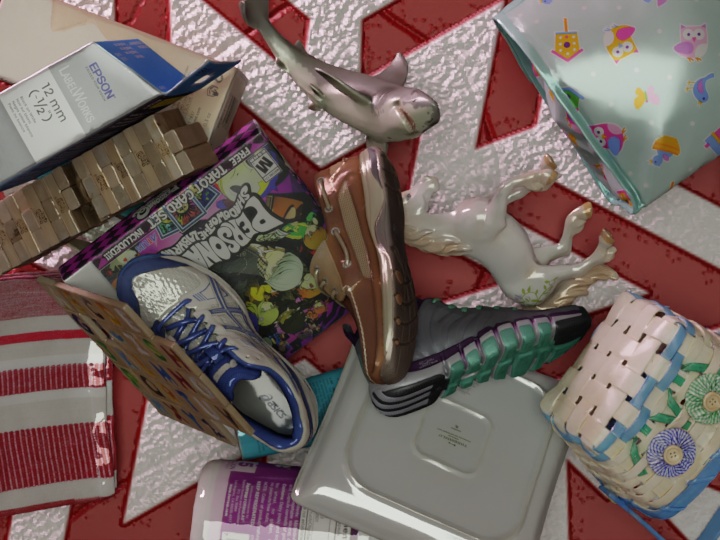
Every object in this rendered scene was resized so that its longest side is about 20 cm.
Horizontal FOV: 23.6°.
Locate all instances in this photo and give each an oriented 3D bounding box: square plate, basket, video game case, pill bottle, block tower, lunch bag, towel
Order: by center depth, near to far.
[{"bbox_3d":[-0.212,-0.062,1.353,0.200,0.058,0.054,-26,92,20],"label":"block tower"},{"bbox_3d":[0.069,0.137,1.386,0.200,0.028,0.198,24,59,-2],"label":"square plate"},{"bbox_3d":[0.223,-0.172,1.386,0.170,0.122,0.200,-35,95,3],"label":"lunch bag"},{"bbox_3d":[0.257,0.127,1.387,0.200,0.139,0.176,33,91,-34],"label":"basket"},{"bbox_3d":[-0.112,0.005,1.404,0.200,0.036,0.181,-36,119,2],"label":"video game case"},{"bbox_3d":[-0.034,0.217,1.405,0.200,0.112,0.112,5,91,2],"label":"pill bottle"},{"bbox_3d":[-0.269,0.101,1.411,0.144,0.023,0.200,-6,99,-32],"label":"towel"}]

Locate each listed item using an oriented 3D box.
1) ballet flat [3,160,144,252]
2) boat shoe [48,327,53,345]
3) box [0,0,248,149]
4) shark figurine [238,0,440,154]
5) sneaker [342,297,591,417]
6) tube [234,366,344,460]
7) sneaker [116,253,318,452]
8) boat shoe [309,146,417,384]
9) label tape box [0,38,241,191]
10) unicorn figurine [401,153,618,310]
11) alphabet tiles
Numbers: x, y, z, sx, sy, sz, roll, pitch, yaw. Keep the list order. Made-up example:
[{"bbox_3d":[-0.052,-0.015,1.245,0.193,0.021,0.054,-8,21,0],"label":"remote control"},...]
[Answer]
[{"bbox_3d":[-0.251,-0.058,1.436,0.200,0.072,0.072,32,92,2],"label":"ballet flat"},{"bbox_3d":[-0.346,0.083,1.424,0.200,0.072,0.076,-23,90,-5],"label":"boat shoe"},{"bbox_3d":[-0.201,-0.161,1.417,0.200,0.095,0.078,21,91,1],"label":"box"},{"bbox_3d":[-0.009,-0.169,1.430,0.214,0.128,0.090,36,66,19],"label":"shark figurine"},{"bbox_3d":[0.088,0.045,1.384,0.200,0.074,0.088,-17,63,-22],"label":"sneaker"},{"bbox_3d":[-0.008,0.110,1.435,0.200,0.050,0.078,-13,90,-6],"label":"tube"},{"bbox_3d":[-0.107,0.061,1.337,0.200,0.088,0.075,41,93,-6],"label":"sneaker"},{"bbox_3d":[0.000,0.000,1.344,0.072,0.076,0.200,-12,59,12],"label":"boat shoe"},{"bbox_3d":[-0.199,-0.132,1.298,0.200,0.143,0.066,-29,95,9],"label":"label tape box"},{"bbox_3d":[0.114,-0.033,1.402,0.137,0.074,0.200,-36,102,14],"label":"unicorn figurine"},{"bbox_3d":[-0.160,0.076,1.343,0.008,0.200,0.167,-48,119,-18],"label":"alphabet tiles"}]
